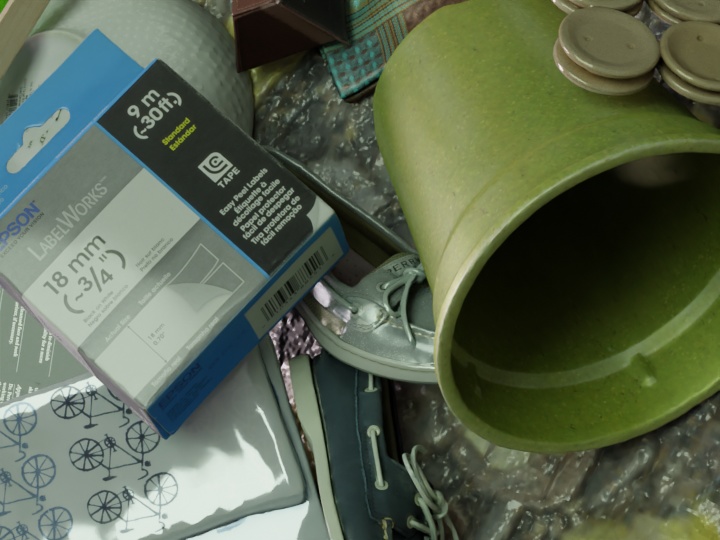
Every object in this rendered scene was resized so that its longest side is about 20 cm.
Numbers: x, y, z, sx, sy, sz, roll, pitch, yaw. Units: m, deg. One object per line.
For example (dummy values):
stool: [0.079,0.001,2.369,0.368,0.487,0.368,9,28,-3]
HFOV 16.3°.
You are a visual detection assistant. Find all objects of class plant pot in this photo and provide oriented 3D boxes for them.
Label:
plant pot: [0.098,-0.043,1.274,0.200,0.200,0.184,-41,46,14]

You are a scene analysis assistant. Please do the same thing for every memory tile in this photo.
memory tile: [0.187,-0.131,1.240,0.153,0.200,0.017,-96,15,-45]

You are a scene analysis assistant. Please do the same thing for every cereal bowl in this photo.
cereal bowl: [-0.166,-0.085,1.503,0.200,0.083,0.200,-10,70,28]

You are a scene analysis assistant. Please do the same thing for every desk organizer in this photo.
desk organizer: [-0.064,-0.224,1.470,0.077,0.072,0.200,-16,67,30]

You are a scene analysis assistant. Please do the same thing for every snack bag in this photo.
snack bag: [-0.111,0.147,1.350,0.188,0.021,0.200,-18,87,5]

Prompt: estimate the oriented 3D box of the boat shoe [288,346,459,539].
boat shoe: [0.013,0.120,1.325,0.062,0.075,0.200,-19,48,3]

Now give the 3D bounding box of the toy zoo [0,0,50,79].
toy zoo: [-0.253,-0.136,1.554,0.131,0.020,0.200,-59,25,-8]

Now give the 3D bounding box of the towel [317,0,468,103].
towel: [0.015,-0.213,1.471,0.147,0.022,0.200,-32,60,20]

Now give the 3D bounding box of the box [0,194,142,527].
box: [-0.173,0.062,1.411,0.141,0.079,0.200,9,90,14]

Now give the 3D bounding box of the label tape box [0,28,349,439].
label tape box: [-0.128,-0.032,1.335,0.200,0.063,0.144,41,82,18]

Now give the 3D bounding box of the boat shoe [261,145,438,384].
boat shoe: [0.001,-0.001,1.366,0.202,0.074,0.065,36,131,41]
